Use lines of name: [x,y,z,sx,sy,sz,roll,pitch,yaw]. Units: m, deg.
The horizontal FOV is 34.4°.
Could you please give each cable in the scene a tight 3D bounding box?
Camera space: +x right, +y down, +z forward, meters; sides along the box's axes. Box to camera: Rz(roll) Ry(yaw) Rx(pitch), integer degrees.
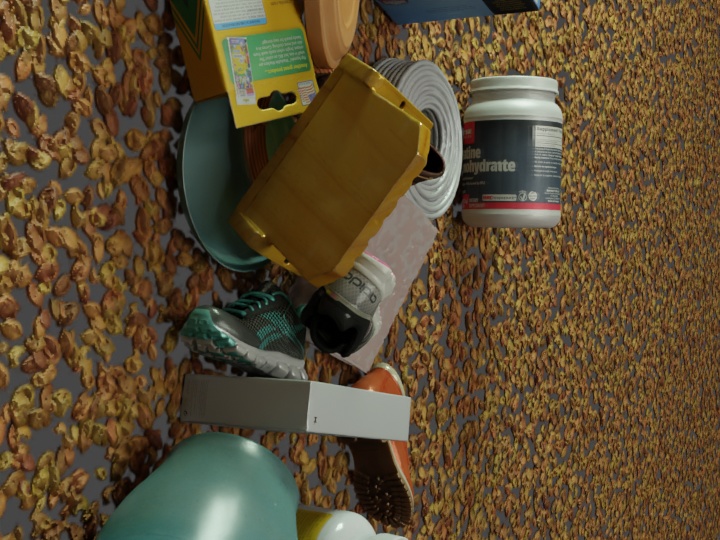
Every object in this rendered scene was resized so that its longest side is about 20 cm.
cable: [0.060,-0.159,1.428,0.201,0.068,0.201,-60,139,-38]

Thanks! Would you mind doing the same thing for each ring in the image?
ring: [-0.059,-0.140,1.226,0.200,0.019,0.204,-6,97,-58]

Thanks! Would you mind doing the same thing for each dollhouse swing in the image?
dollhouse swing: [0.005,-0.068,1.111,0.201,0.175,0.181,-53,145,4]

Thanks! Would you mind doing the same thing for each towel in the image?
towel: [0.000,0.000,1.321,0.191,0.032,0.202,37,78,-55]

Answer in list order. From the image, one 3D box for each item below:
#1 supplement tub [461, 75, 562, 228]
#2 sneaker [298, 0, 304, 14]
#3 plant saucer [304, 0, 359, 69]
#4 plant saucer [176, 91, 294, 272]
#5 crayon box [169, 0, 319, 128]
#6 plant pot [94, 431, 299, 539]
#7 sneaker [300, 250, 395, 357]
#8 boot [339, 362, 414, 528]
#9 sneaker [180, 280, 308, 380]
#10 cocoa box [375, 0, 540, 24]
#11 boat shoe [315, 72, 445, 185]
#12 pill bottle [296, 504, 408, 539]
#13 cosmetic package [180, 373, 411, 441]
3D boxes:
supplement tub: [0.211,-0.160,1.614,0.140,0.139,0.203,-1,93,-59]
sneaker: [-0.065,-0.336,1.211,0.081,0.074,0.203,30,66,-65]
plant saucer: [-0.025,-0.309,1.196,0.200,0.032,0.203,4,90,-83]
plant saucer: [-0.123,-0.100,1.163,0.199,0.027,0.203,-6,97,-58]
crayon box: [-0.115,-0.239,1.102,0.125,0.051,0.203,-21,100,-47]
plant pot: [-0.139,0.253,1.016,0.189,0.197,0.202,-72,149,-52]
sneaker: [-0.023,0.050,1.186,0.088,0.074,0.200,-48,173,-23]
boot: [0.034,0.212,1.407,0.107,0.074,0.202,-51,133,-53]
sneaker: [-0.109,0.051,1.150,0.200,0.077,0.093,34,65,-64]
cocoa box: [0.109,-0.385,1.372,0.131,0.198,0.135,34,62,-55]
boat shoe: [0.021,-0.155,1.261,0.199,0.070,0.071,30,74,-47]
pill bottle: [-0.049,0.289,1.141,0.112,0.198,0.114,-4,95,-58]
cosmetic package: [-0.060,0.139,1.164,0.199,0.149,0.052,19,76,-59]
